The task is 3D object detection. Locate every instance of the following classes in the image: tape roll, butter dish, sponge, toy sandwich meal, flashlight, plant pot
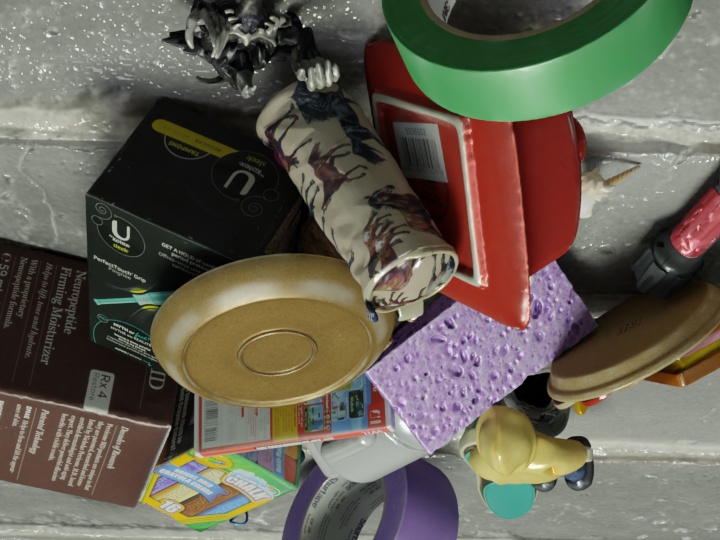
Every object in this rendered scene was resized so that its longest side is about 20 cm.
[{"bbox_3d":[0.114,-0.187,0.876,0.199,0.201,0.048,-12,139,18],"label":"tape roll"},{"bbox_3d":[0.108,-0.084,1.036,0.147,0.200,0.201,-19,113,-24],"label":"butter dish"},{"bbox_3d":[0.108,0.067,1.229,0.200,0.030,0.112,-37,113,-3],"label":"sponge"},{"bbox_3d":[0.264,0.077,1.221,0.204,0.205,0.071,-26,101,32],"label":"toy sandwich meal"},{"bbox_3d":[0.008,0.288,1.480,0.085,0.201,0.199,32,134,-32],"label":"tape roll"},{"bbox_3d":[0.298,-0.048,1.144,0.067,0.068,0.200,15,139,-16],"label":"flashlight"},{"bbox_3d":[-0.067,0.058,1.079,0.198,0.028,0.201,-7,143,-5],"label":"plant pot"}]

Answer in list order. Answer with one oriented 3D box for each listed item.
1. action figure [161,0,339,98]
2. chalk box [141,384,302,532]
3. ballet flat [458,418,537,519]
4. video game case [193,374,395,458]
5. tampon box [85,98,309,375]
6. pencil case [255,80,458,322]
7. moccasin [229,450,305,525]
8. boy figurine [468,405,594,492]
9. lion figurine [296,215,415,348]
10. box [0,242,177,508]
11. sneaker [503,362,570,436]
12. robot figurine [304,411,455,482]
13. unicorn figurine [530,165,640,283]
[{"bbox_3d":[-0.074,-0.183,0.978,0.118,0.103,0.200,5,141,-21],"label":"action figure"},{"bbox_3d":[-0.138,0.168,1.401,0.199,0.125,0.124,-27,132,34],"label":"chalk box"},{"bbox_3d":[0.151,0.206,1.477,0.069,0.070,0.200,-7,146,13],"label":"ballet flat"},{"bbox_3d":[-0.066,0.097,1.293,0.199,0.144,0.017,-10,155,16],"label":"video game case"},{"bbox_3d":[-0.136,-0.014,1.141,0.149,0.127,0.201,23,142,8],"label":"tampon box"},{"bbox_3d":[-0.006,-0.057,1.022,0.077,0.201,0.090,-15,147,-29],"label":"pencil case"},{"bbox_3d":[-0.137,0.248,1.533,0.068,0.081,0.200,34,135,-17],"label":"moccasin"},{"bbox_3d":[0.158,0.178,1.313,0.124,0.065,0.200,-7,161,29],"label":"boy figurine"},{"bbox_3d":[0.000,0.000,1.183,0.072,0.200,0.123,-44,91,4],"label":"lion figurine"},{"bbox_3d":[-0.283,0.102,1.295,0.199,0.167,0.165,13,140,-13],"label":"box"},{"bbox_3d":[0.170,0.121,1.351,0.074,0.082,0.200,-8,142,14],"label":"sneaker"},{"bbox_3d":[0.026,0.139,1.339,0.200,0.170,0.113,-33,95,39],"label":"robot figurine"},{"bbox_3d":[0.122,-0.044,1.147,0.199,0.074,0.138,17,123,-5],"label":"unicorn figurine"}]
